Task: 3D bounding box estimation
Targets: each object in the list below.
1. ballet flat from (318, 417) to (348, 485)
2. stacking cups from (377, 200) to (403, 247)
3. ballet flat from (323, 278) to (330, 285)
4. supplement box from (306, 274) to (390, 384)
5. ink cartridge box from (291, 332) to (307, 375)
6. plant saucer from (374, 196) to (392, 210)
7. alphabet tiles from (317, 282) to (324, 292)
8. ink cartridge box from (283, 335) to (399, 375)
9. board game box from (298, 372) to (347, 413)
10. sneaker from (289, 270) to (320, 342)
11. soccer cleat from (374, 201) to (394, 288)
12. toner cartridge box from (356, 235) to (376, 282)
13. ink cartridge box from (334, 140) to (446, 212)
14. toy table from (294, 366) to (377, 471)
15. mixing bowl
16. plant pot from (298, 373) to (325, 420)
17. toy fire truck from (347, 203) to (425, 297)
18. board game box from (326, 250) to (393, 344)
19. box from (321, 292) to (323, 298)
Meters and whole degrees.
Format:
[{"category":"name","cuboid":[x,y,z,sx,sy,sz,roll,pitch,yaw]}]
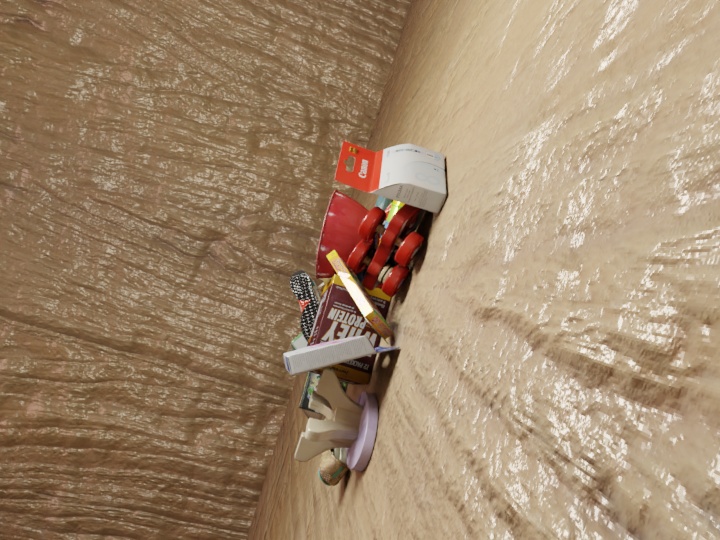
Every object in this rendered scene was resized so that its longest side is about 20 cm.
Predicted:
[{"category":"ballet flat","cuboid":[-0.044,0.355,1.307,0.065,0.070,0.200,-42,19,16]},{"category":"stacking cups","cuboid":[0.074,-0.076,1.366,0.061,0.060,0.202,-132,59,-82]},{"category":"ballet flat","cuboid":[-0.045,-0.026,1.562,0.063,0.068,0.202,-109,34,-57]},{"category":"supplement box","cuboid":[-0.036,0.138,1.422,0.197,0.131,0.202,137,150,-76]},{"category":"ink cartridge box","cuboid":[-0.118,0.207,1.800,0.146,0.084,0.200,-39,-10,-16]},{"category":"plant saucer","cuboid":[0.059,-0.166,1.863,0.200,0.027,0.202,-162,90,-83]},{"category":"alphabet tiles","cuboid":[-0.038,-0.005,1.744,0.195,0.015,0.200,-36,-7,2]},{"category":"ink cartridge box","cuboid":[-0.043,0.150,1.198,0.196,0.198,0.044,144,112,-78]},{"category":"board game box","cuboid":[-0.079,0.258,1.597,0.023,0.104,0.202,116,170,-68]},{"category":"sneaker","cuboid":[-0.117,0.099,1.625,0.093,0.070,0.202,30,-141,-68]},{"category":"soccer cleat","cuboid":[0.059,-0.058,1.435,0.085,0.068,0.202,-158,82,-82]},{"category":"toner cartridge box","cuboid":[0.000,0.000,1.580,0.200,0.043,0.096,117,167,-60]},{"category":"ink cartridge box","cuboid":[0.059,-0.191,1.182,0.161,0.198,0.048,-82,11,-53]},{"category":"toy table","cuboid":[-0.042,0.280,1.186,0.200,0.116,0.186,172,115,-84]},{"category":"mixing bowl","cuboid":[-0.024,-0.069,1.414,0.200,0.107,0.203,12,-90,-87]},{"category":"plant pot","cuboid":[-0.109,0.325,1.728,0.201,0.092,0.203,-161,90,-83]},{"category":"toy fire truck","cuboid":[0.071,-0.057,1.252,0.168,0.112,0.201,-42,-19,-45]},{"category":"board game box","cuboid":[0.001,0.051,1.243,0.030,0.096,0.201,-34,49,5]},{"category":"box","cuboid":[-0.052,0.105,1.702,0.041,0.119,0.200,-40,9,2]}]
